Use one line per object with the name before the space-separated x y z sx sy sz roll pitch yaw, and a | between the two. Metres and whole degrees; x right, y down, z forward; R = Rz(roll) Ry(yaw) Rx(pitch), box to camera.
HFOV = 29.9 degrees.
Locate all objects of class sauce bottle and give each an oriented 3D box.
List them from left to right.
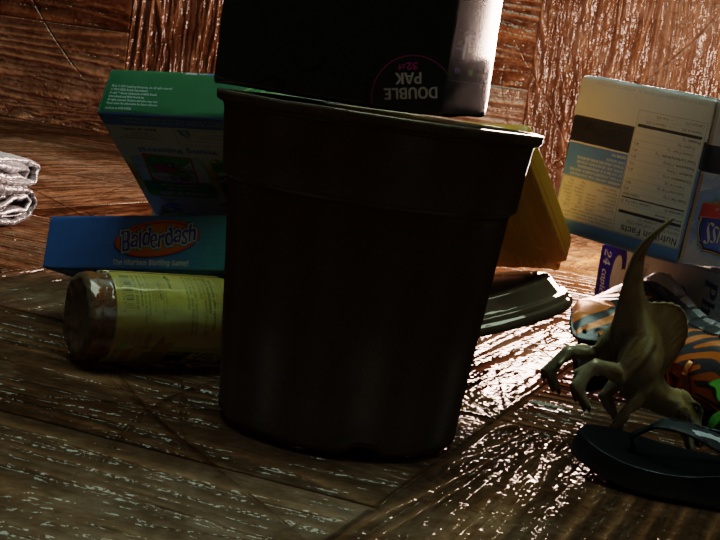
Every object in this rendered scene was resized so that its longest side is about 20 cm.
sauce bottle | -0.107 0.036 0.953 0.199 0.066 0.066 4 9 -30

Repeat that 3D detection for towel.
towel | -0.469 -0.097 1.463 0.165 0.086 0.200 13 7 19

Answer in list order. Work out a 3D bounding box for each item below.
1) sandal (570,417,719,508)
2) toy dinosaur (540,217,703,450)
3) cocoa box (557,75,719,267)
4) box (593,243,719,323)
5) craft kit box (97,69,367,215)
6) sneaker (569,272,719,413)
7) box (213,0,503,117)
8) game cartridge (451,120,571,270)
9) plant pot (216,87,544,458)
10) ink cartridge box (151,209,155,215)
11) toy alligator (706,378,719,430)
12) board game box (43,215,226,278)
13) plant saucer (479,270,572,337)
sandal | 0.226 0.116 0.798 0.199 0.043 0.076 11 8 21
toy dinosaur | 0.169 0.049 0.864 0.101 0.200 0.058 -33 40 -11
cocoa box | 0.278 -0.077 1.124 0.200 0.132 0.133 3 12 -45
box | 0.331 0.049 1.167 0.183 0.105 0.200 4 8 -28
craft kit box | -0.074 -0.075 1.029 0.199 0.049 0.198 5 -30 12
sneaker | 0.227 0.076 1.032 0.112 0.078 0.200 -15 28 -14
box | 0.010 -0.201 0.820 0.148 0.201 0.124 11 9 16
game cartridge | 0.058 -0.060 1.078 0.199 0.033 0.176 7 -28 26
plant pot | 0.000 0.000 0.829 0.199 0.199 0.200 7 8 -1
ink cartridge box | -0.128 -0.022 1.231 0.044 0.094 0.200 2 10 -38
toy alligator | 0.281 0.115 0.856 0.054 0.059 0.200 -39 29 -15
board game box | -0.120 -0.005 1.052 0.199 0.045 0.152 1 -11 26
plant saucer | 0.072 0.030 1.094 0.199 0.030 0.200 -11 5 1
